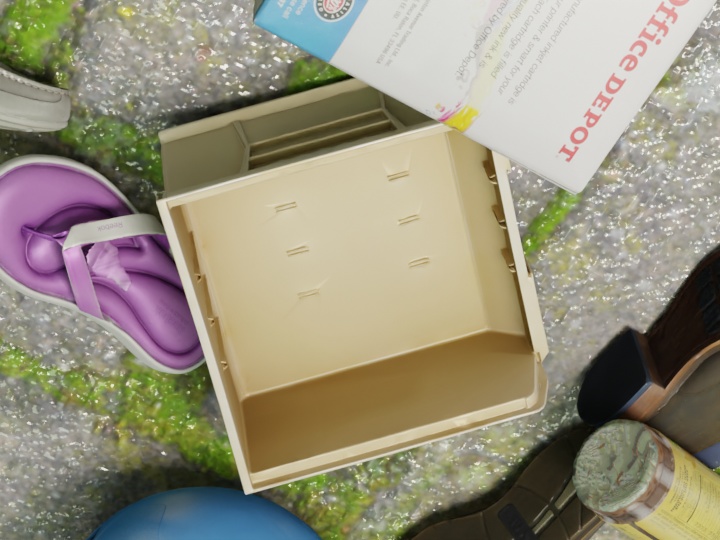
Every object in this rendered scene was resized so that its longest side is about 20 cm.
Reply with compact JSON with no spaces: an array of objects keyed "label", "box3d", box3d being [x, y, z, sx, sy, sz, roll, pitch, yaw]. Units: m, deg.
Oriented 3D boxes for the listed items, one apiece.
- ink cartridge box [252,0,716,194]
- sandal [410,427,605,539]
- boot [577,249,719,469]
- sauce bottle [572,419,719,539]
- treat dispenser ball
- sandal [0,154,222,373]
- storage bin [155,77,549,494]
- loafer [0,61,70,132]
[{"label":"ink cartridge box","box3d":[0.065,-0.169,1.108,0.199,0.146,0.147,27,116,-15]},{"label":"sandal","box3d":[0.099,0.177,1.363,0.200,0.082,0.055,-43,147,10]},{"label":"boot","box3d":[0.235,0.048,1.288,0.097,0.075,0.200,33,125,-29]},{"label":"sauce bottle","box3d":[0.206,0.154,1.315,0.065,0.065,0.200,-35,139,18]},{"label":"treat dispenser ball","box3d":[-0.097,0.235,1.308,0.200,0.201,0.202,0,120,-1]},{"label":"sandal","box3d":[-0.141,-0.004,1.222,0.202,0.050,0.083,36,76,-44]},{"label":"storage bin","box3d":[0.000,0.000,1.225,0.198,0.094,0.201,-15,119,-1]},{"label":"loafer","box3d":[-0.250,-0.130,1.171,0.199,0.070,0.070,20,88,-25]}]
